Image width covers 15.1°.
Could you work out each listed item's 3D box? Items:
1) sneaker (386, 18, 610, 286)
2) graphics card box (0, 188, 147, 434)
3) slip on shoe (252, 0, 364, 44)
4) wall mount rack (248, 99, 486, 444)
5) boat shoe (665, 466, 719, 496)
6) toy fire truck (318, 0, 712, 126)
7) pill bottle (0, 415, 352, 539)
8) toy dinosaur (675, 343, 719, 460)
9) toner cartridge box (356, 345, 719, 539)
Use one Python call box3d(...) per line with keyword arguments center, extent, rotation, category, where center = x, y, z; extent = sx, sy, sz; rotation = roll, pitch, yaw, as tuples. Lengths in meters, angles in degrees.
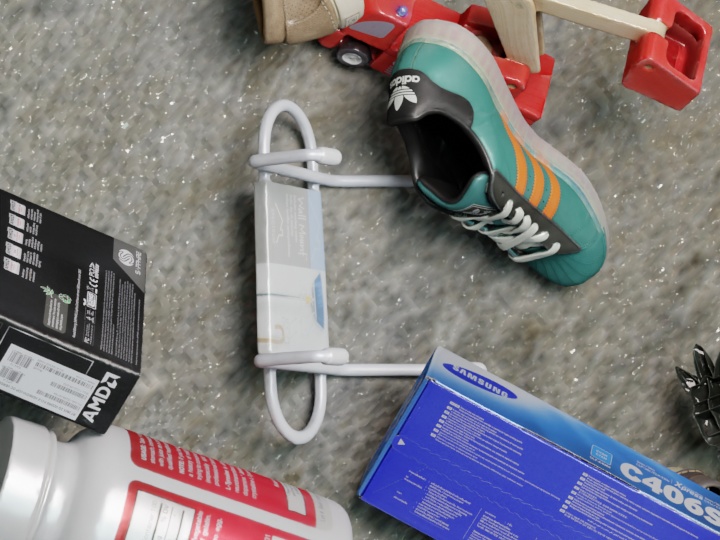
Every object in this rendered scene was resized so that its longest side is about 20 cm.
box3d(center=(0.074, -0.049, 1.582), extent=(0.200, 0.071, 0.080), rotation=(50, 46, -30), category="sneaker")
box3d(center=(-0.214, 0.001, 1.462), extent=(0.199, 0.126, 0.051), rotation=(22, 119, -17), category="graphics card box")
box3d(center=(-0.061, -0.225, 1.535), extent=(0.060, 0.076, 0.201), rotation=(-23, 100, -12), category="slip on shoe")
box3d(center=(0.000, 0.000, 1.577), extent=(0.174, 0.074, 0.201), rotation=(8, 78, -59), category="wall mount rack")
box3d(center=(0.202, 0.217, 1.622), extent=(0.074, 0.073, 0.201), rotation=(-9, 86, -22), category="boat shoe")
box3d(center=(0.088, -0.138, 1.585), extent=(0.199, 0.141, 0.049), rotation=(24, 62, -17), category="toy fire truck")
box3d(center=(-0.114, 0.151, 1.485), extent=(0.199, 0.112, 0.113), rotation=(21, 76, -18), category="pill bottle")
box3d(center=(0.274, 0.093, 1.650), extent=(0.136, 0.102, 0.201), rotation=(31, 36, -51), category="toy dinosaur")
box3d(center=(0.108, 0.133, 1.563), extent=(0.200, 0.043, 0.095), rotation=(29, 117, -3), category="toner cartridge box")
